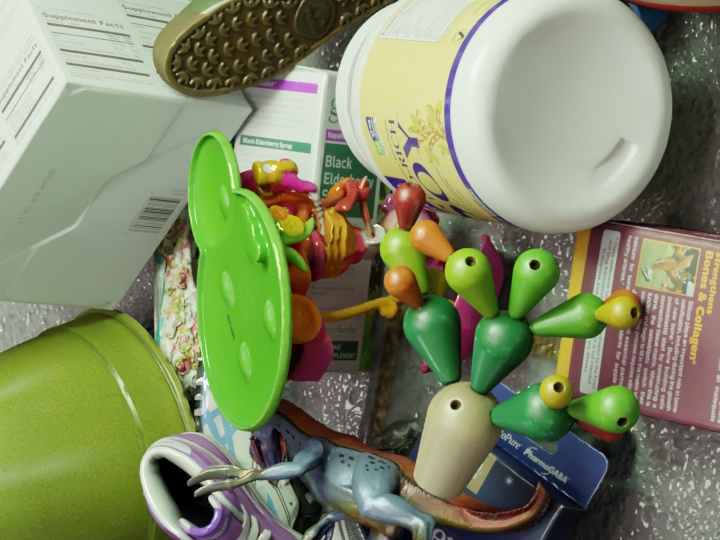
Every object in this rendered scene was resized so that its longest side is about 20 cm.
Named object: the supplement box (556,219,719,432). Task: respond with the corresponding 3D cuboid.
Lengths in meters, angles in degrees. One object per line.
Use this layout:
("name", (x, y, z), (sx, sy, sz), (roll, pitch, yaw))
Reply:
("supplement box", (0.221, 0.037, 1.542), (0.199, 0.085, 0.111), (12, 95, 41))

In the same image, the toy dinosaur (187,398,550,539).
("toy dinosaur", (-0.001, 0.137, 1.647), (0.105, 0.199, 0.182), (76, 172, -47))

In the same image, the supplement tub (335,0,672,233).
("supplement tub", (0.081, -0.102, 1.603), (0.200, 0.145, 0.146), (14, 98, 64))

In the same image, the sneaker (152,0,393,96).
("sneaker", (-0.063, -0.183, 1.754), (0.090, 0.200, 0.067), (37, 150, 48))

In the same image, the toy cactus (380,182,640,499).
("toy cactus", (0.076, 0.054, 1.537), (0.200, 0.102, 0.165), (33, 116, 20))

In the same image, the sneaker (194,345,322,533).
("sneaker", (-0.068, 0.140, 1.805), (0.072, 0.072, 0.201), (-15, 87, 4))

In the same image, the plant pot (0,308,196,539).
("plant pot", (-0.243, 0.144, 1.842), (0.200, 0.192, 0.201), (25, 122, 49))

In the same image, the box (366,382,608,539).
("box", (0.062, 0.174, 1.633), (0.121, 0.032, 0.201), (34, 102, 38))

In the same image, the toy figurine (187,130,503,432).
("toy figurine", (0.000, 0.000, 1.681), (0.150, 0.183, 0.201), (121, 140, -51))

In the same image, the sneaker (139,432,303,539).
("sneaker", (-0.072, 0.190, 1.712), (0.200, 0.114, 0.073), (43, 93, 7))

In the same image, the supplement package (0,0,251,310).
("supplement package", (-0.200, -0.084, 1.781), (0.200, 0.155, 0.111), (-52, 50, 31))

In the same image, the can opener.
("can opener", (0.085, 0.124, 1.695), (0.199, 0.053, 0.067), (-1, 120, 41))

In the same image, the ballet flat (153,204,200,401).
("ballet flat", (-0.116, -0.009, 1.866), (0.064, 0.076, 0.201), (-4, 90, 10))

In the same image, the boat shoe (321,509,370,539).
("boat shoe", (0.056, 0.216, 1.702), (0.093, 0.075, 0.200), (-41, 64, 18))

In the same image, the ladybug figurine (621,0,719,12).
("ladybug figurine", (0.180, -0.210, 1.561), (0.199, 0.072, 0.136), (15, 64, 12))

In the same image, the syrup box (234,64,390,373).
("syrup box", (-0.036, -0.035, 1.776), (0.081, 0.079, 0.201), (11, 95, 41))

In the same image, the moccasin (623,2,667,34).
("moccasin", (0.115, -0.219, 1.652), (0.068, 0.080, 0.201), (-42, 61, 37))
